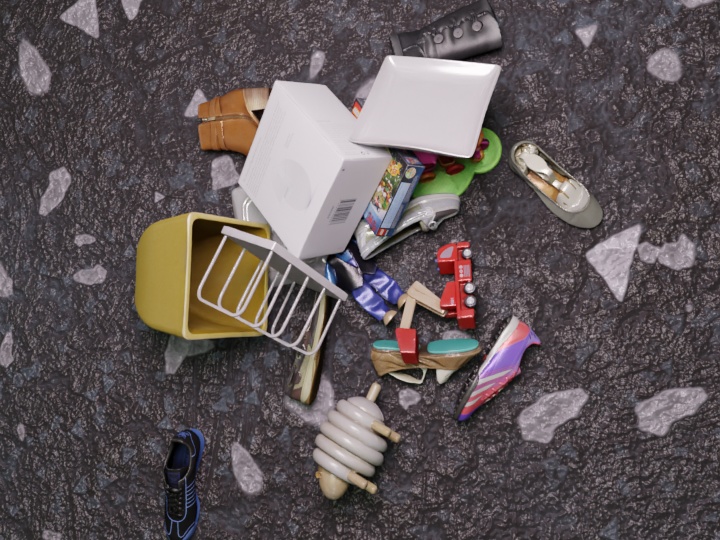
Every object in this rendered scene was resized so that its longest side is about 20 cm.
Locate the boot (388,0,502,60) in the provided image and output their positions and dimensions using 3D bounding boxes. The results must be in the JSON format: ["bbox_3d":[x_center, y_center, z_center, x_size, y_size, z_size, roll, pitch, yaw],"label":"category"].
[{"bbox_3d":[0.164,-0.383,1.146,0.194,0.066,0.170,-16,83,4],"label":"boot"}]

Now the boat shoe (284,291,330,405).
[{"bbox_3d":[-0.096,0.133,1.128,0.063,0.073,0.207,9,84,8],"label":"boat shoe"}]

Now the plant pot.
[{"bbox_3d":[-0.296,0.010,1.118,0.195,0.192,0.203,2,88,35],"label":"plant pot"}]

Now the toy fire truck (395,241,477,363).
[{"bbox_3d":[0.129,0.051,1.076,0.136,0.049,0.206,-5,60,12],"label":"toy fire truck"}]

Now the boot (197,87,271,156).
[{"bbox_3d":[-0.235,-0.245,1.194,0.150,0.077,0.207,-8,82,10],"label":"boot"}]

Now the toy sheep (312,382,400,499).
[{"bbox_3d":[-0.010,0.288,1.069,0.135,0.138,0.204,27,75,12],"label":"toy sheep"}]

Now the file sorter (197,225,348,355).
[{"bbox_3d":[-0.145,0.040,1.037,0.136,0.199,0.127,18,77,41],"label":"file sorter"}]

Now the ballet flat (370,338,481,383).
[{"bbox_3d":[0.113,0.160,1.096,0.193,0.068,0.075,-3,103,10],"label":"ballet flat"}]

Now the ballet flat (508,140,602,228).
[{"bbox_3d":[0.333,-0.147,1.083,0.199,0.064,0.068,43,92,12],"label":"ballet flat"}]

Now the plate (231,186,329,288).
[{"bbox_3d":[-0.145,-0.077,1.182,0.193,0.032,0.207,-10,81,9],"label":"plate"}]

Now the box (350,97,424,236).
[{"bbox_3d":[0.022,-0.177,1.067,0.202,0.037,0.139,59,136,38],"label":"box"}]

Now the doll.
[{"bbox_3d":[0.000,0.000,1.131,0.199,0.049,0.137,43,75,7],"label":"doll"}]

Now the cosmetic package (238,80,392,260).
[{"bbox_3d":[-0.082,-0.166,1.045,0.201,0.121,0.202,49,128,25],"label":"cosmetic package"}]

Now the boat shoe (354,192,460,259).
[{"bbox_3d":[0.086,-0.079,1.109,0.196,0.075,0.067,-18,74,0],"label":"boat shoe"}]

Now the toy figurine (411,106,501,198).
[{"bbox_3d":[0.147,-0.212,1.064,0.193,0.184,0.155,-13,82,8],"label":"toy figurine"}]

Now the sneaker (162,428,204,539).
[{"bbox_3d":[-0.330,0.393,1.141,0.068,0.078,0.208,3,84,10],"label":"sneaker"}]

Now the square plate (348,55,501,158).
[{"bbox_3d":[0.102,-0.252,0.976,0.194,0.029,0.202,11,59,20],"label":"square plate"}]

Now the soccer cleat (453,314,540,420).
[{"bbox_3d":[0.228,0.178,1.069,0.072,0.068,0.203,32,89,4],"label":"soccer cleat"}]
